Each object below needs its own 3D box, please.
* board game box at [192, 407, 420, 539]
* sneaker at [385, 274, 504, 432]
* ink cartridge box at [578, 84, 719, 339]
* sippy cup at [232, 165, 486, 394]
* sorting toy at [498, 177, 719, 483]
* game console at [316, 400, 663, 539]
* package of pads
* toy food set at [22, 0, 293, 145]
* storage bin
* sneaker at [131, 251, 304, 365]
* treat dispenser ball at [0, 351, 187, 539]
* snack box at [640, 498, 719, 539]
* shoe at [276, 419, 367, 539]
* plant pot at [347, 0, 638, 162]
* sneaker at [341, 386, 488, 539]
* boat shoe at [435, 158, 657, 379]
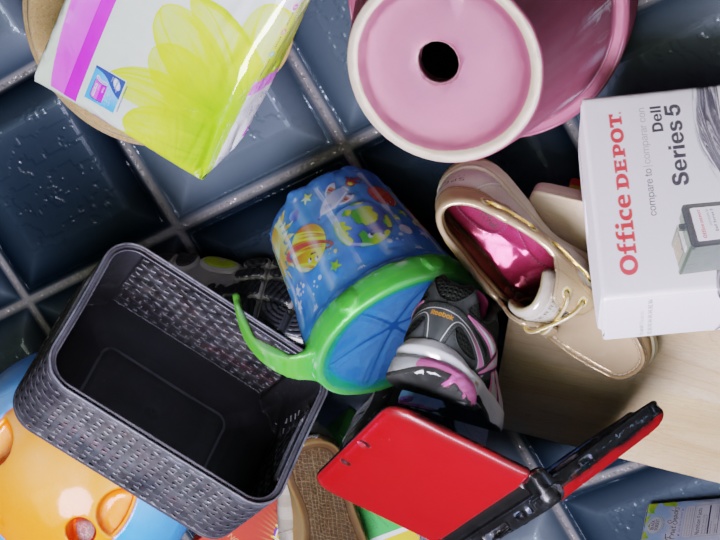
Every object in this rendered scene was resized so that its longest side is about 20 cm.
[{"bbox_3d":[-0.028,0.229,1.420,0.153,0.040,0.200,45,120,-7],"label":"board game box"},{"bbox_3d":[0.073,0.058,1.180,0.080,0.200,0.087,17,79,8],"label":"sneaker"},{"bbox_3d":[0.249,-0.042,1.105,0.199,0.084,0.146,-6,70,6],"label":"ink cartridge box"},{"bbox_3d":[0.000,0.000,1.233,0.140,0.177,0.131,-55,52,34],"label":"sippy cup"},{"bbox_3d":[0.212,0.038,1.229,0.199,0.070,0.200,13,119,11],"label":"sorting toy"},{"bbox_3d":[0.088,0.126,1.186,0.119,0.172,0.200,54,155,8],"label":"game console"},{"bbox_3d":[-0.123,-0.181,1.173,0.154,0.068,0.201,30,121,2],"label":"package of pads"},{"bbox_3d":[-0.162,-0.189,1.249,0.198,0.049,0.200,46,120,-7],"label":"toy food set"},{"bbox_3d":[-0.142,0.092,1.259,0.199,0.136,0.094,34,144,-12],"label":"storage bin"},{"bbox_3d":[-0.094,0.036,1.337,0.199,0.078,0.080,10,134,21],"label":"sneaker"},{"bbox_3d":[-0.228,0.161,1.359,0.199,0.201,0.202,7,118,14],"label":"treat dispenser ball"},{"bbox_3d":[0.333,0.258,1.302,0.199,0.068,0.170,-8,114,20],"label":"snack box"},{"bbox_3d":[-0.032,0.205,1.361,0.069,0.053,0.201,-11,121,-13],"label":"shoe"},{"bbox_3d":[0.075,-0.163,1.110,0.199,0.179,0.201,7,119,14],"label":"plant pot"},{"bbox_3d":[0.040,0.162,1.324,0.113,0.075,0.201,7,100,4],"label":"sneaker"},{"bbox_3d":[0.123,0.011,1.163,0.200,0.069,0.074,42,121,-5],"label":"boat shoe"}]
